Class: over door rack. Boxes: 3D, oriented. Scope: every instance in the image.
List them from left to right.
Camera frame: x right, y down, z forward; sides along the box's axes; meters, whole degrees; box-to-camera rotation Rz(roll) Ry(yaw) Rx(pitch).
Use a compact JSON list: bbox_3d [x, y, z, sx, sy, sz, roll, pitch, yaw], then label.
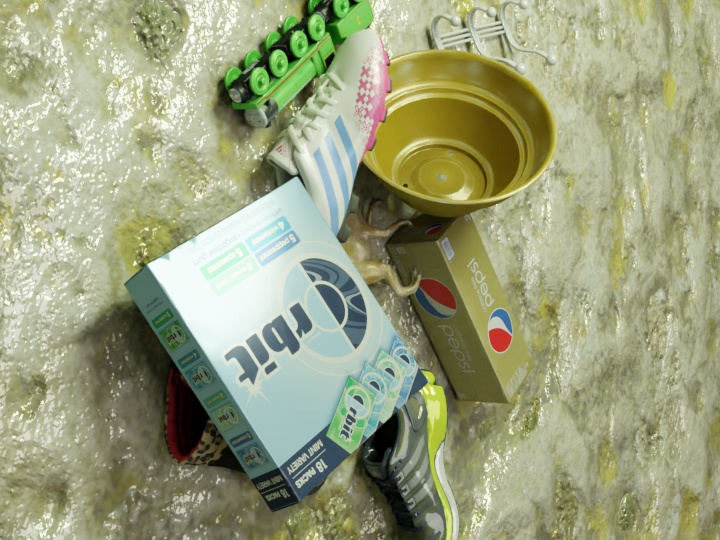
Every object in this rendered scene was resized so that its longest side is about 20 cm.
[{"bbox_3d":[0.155,-0.185,1.140,0.147,0.066,0.203,-24,106,-45],"label":"over door rack"}]

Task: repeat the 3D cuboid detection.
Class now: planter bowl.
[{"bbox_3d":[0.082,-0.113,1.010,0.201,0.199,0.084,-54,162,-34],"label":"planter bowl"}]

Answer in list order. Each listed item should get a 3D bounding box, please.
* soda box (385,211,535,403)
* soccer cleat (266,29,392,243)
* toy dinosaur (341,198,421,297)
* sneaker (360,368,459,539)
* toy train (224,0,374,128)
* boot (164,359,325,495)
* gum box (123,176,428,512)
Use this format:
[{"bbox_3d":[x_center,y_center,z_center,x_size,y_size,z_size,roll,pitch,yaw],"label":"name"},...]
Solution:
[{"bbox_3d":[0.104,0.038,1.071,0.064,0.067,0.202,-46,121,-39],"label":"soda box"},{"bbox_3d":[-0.032,-0.117,0.910,0.086,0.070,0.203,15,88,-34],"label":"soccer cleat"},{"bbox_3d":[0.000,0.000,0.981,0.100,0.058,0.203,5,77,-33],"label":"toy dinosaur"},{"bbox_3d":[0.038,0.197,1.000,0.080,0.073,0.203,-2,83,-41],"label":"sneaker"},{"bbox_3d":[-0.050,-0.194,0.933,0.200,0.041,0.057,-52,135,-36],"label":"toy train"},{"bbox_3d":[-0.078,0.077,0.868,0.150,0.073,0.203,19,80,-46],"label":"boot"},{"bbox_3d":[-0.058,0.051,0.815,0.170,0.044,0.201,-36,93,-43],"label":"gum box"}]
